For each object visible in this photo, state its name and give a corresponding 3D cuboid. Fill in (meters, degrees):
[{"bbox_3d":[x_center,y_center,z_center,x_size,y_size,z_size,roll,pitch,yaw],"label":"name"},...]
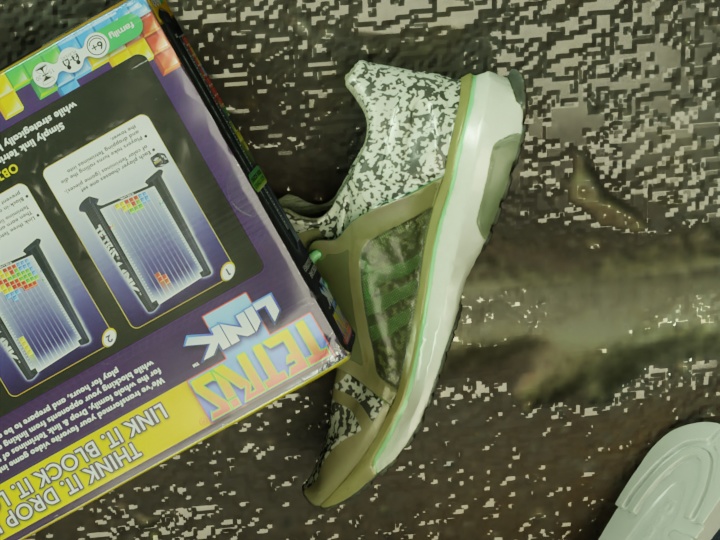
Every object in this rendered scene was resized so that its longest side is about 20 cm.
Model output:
[{"bbox_3d":[0.000,0.000,1.122,0.088,0.077,0.200,19,100,-3],"label":"sneaker"},{"bbox_3d":[-0.127,0.007,1.071,0.200,0.057,0.166,-28,98,5],"label":"board game box"},{"bbox_3d":[0.126,0.166,1.191,0.080,0.076,0.200,38,92,-35],"label":"sneaker"}]
